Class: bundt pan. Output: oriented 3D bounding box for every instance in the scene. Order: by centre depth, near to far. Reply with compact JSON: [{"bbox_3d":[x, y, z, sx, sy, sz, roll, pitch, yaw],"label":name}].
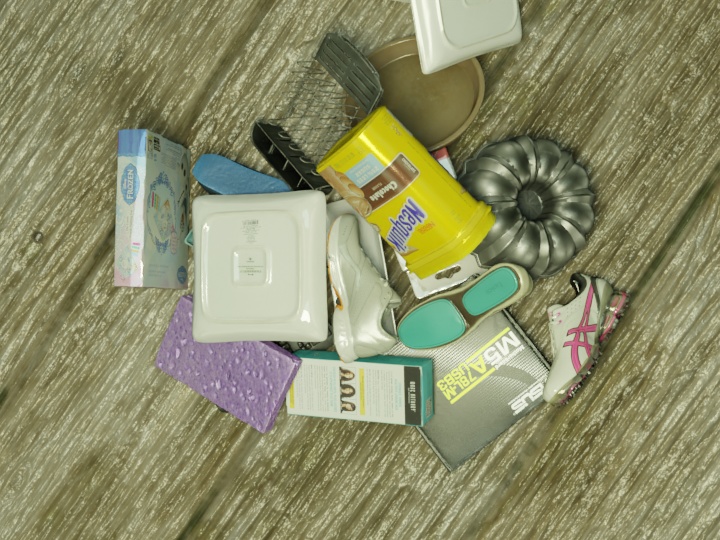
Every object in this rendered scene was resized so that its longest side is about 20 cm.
[{"bbox_3d":[0.225,-0.088,1.523,0.200,0.076,0.204,3,80,-16],"label":"bundt pan"}]

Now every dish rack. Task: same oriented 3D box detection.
[{"bbox_3d":[-0.055,-0.211,1.547,0.154,0.054,0.201,49,124,28],"label":"dish rack"}]

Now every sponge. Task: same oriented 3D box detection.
[{"bbox_3d":[-0.184,0.127,1.583,0.199,0.030,0.112,28,103,20],"label":"sponge"}]

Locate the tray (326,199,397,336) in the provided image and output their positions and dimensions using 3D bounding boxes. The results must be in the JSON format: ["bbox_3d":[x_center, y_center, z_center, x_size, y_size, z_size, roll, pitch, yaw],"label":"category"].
[{"bbox_3d":[0.000,0.000,1.587,0.107,0.022,0.202,-12,87,41],"label":"tray"}]

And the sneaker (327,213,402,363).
[{"bbox_3d":[0.009,0.020,1.532,0.091,0.076,0.202,-8,77,11],"label":"sneaker"}]

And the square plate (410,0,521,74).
[{"bbox_3d":[0.140,-0.376,1.507,0.028,0.199,0.200,9,116,47],"label":"square plate"}]

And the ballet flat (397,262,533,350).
[{"bbox_3d":[0.140,0.048,1.513,0.199,0.069,0.070,-27,85,28],"label":"ballet flat"}]

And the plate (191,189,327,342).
[{"bbox_3d":[-0.141,-0.005,1.536,0.198,0.032,0.202,-1,87,20],"label":"plate"}]

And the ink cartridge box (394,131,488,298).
[{"bbox_3d":[0.091,-0.073,1.575,0.116,0.067,0.201,-21,87,5],"label":"ink cartridge box"}]

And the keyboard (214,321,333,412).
[{"bbox_3d":[-0.139,0.108,1.608,0.199,0.040,0.104,-33,86,3],"label":"keyboard"}]

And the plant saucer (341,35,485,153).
[{"bbox_3d":[0.072,-0.232,1.563,0.198,0.030,0.202,-8,61,13],"label":"plant saucer"}]

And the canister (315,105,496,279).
[{"bbox_3d":[0.053,-0.097,1.450,0.200,0.148,0.087,45,60,-10],"label":"canister"}]

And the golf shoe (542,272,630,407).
[{"bbox_3d":[0.278,0.092,1.526,0.092,0.073,0.200,29,59,9],"label":"golf shoe"}]

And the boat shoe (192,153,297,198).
[{"bbox_3d":[-0.137,-0.102,1.602,0.199,0.069,0.084,37,82,10],"label":"boat shoe"}]

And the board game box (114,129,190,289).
[{"bbox_3d":[-0.276,-0.076,1.546,0.043,0.200,0.201,0,88,8],"label":"board game box"}]

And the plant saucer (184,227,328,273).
[{"bbox_3d":[-0.145,-0.019,1.614,0.199,0.019,0.070,29,74,8],"label":"plant saucer"}]

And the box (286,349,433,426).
[{"bbox_3d":[-0.002,0.156,1.555,0.198,0.049,0.083,3,101,22],"label":"box"}]

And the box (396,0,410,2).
[{"bbox_3d":[0.048,-0.441,1.575,0.198,0.097,0.126,9,90,6],"label":"box"}]

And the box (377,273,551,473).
[{"bbox_3d":[0.141,0.138,1.571,0.200,0.048,0.194,-38,83,7],"label":"box"}]
